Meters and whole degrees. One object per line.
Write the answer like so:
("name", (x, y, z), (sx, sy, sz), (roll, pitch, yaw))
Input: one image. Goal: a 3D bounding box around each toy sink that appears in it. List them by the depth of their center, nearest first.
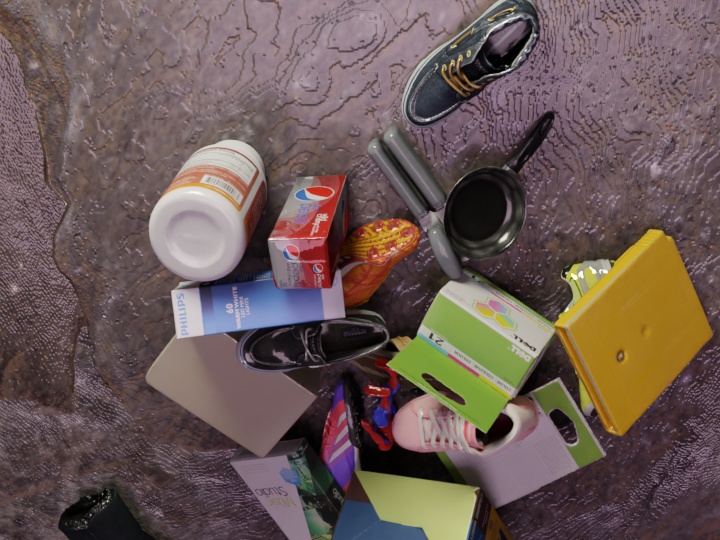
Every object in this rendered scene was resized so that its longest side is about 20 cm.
("toy sink", (-0.168, 0.129, 1.270), (0.199, 0.113, 0.131), (35, 111, -16))

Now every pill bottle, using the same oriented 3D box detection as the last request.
("pill bottle", (-0.171, -0.080, 1.114), (0.110, 0.201, 0.114), (3, 117, 5))

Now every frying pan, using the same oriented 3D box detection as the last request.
("frying pan", (0.158, -0.107, 1.141), (0.113, 0.031, 0.194), (7, 104, -21))

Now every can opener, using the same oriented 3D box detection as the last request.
("can opener", (0.081, -0.085, 1.166), (0.052, 0.067, 0.201), (-30, 106, 21))

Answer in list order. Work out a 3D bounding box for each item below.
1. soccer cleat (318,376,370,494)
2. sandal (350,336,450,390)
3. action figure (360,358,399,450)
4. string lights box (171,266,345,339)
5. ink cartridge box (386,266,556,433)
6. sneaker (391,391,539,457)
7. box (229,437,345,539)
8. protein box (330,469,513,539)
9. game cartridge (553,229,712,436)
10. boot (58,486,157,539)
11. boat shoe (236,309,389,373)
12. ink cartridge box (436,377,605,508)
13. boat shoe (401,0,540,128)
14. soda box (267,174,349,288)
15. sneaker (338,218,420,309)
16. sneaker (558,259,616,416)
("soccer cleat", (-0.029, 0.242, 1.342), (0.072, 0.069, 0.203), (0, 119, 10))
("sandal", (0.067, 0.117, 1.256), (0.197, 0.055, 0.081), (0, 142, 34))
("action figure", (0.028, 0.192, 1.285), (0.051, 0.066, 0.201), (10, 146, 12))
("string lights box", (-0.121, 0.033, 1.128), (0.196, 0.103, 0.060), (-8, 96, -4))
("ink cartridge box", (0.141, 0.092, 1.148), (0.147, 0.200, 0.077), (34, 118, 12))
("sneaker", (0.121, 0.195, 1.193), (0.197, 0.104, 0.077), (-8, 88, 21))
("box", (-0.085, 0.335, 1.381), (0.143, 0.036, 0.201), (-15, 118, 40))
("protein box", (0.090, 0.393, 1.297), (0.195, 0.136, 0.201), (1, 143, 30))
("game cartridge", (0.344, 0.074, 1.171), (0.199, 0.032, 0.178), (-40, 114, -22))
("boot", (-0.417, 0.438, 1.472), (0.198, 0.077, 0.169), (-31, 114, 12))
("boat shoe", (-0.058, 0.085, 1.182), (0.196, 0.071, 0.074), (-13, 96, -13))
("ink cartridge box", (0.213, 0.224, 1.292), (0.198, 0.076, 0.149), (-29, 111, 17))
("boat shoe", (0.119, -0.229, 1.069), (0.071, 0.091, 0.200), (41, 114, -15))
("soda box", (-0.056, -0.049, 1.117), (0.069, 0.201, 0.065), (-1, 116, 7))
("sneaker", (0.000, 0.000, 1.223), (0.198, 0.074, 0.077), (-32, 132, 24))
("sneaker", (0.292, 0.086, 1.215), (0.075, 0.075, 0.204), (3, 95, 15))
